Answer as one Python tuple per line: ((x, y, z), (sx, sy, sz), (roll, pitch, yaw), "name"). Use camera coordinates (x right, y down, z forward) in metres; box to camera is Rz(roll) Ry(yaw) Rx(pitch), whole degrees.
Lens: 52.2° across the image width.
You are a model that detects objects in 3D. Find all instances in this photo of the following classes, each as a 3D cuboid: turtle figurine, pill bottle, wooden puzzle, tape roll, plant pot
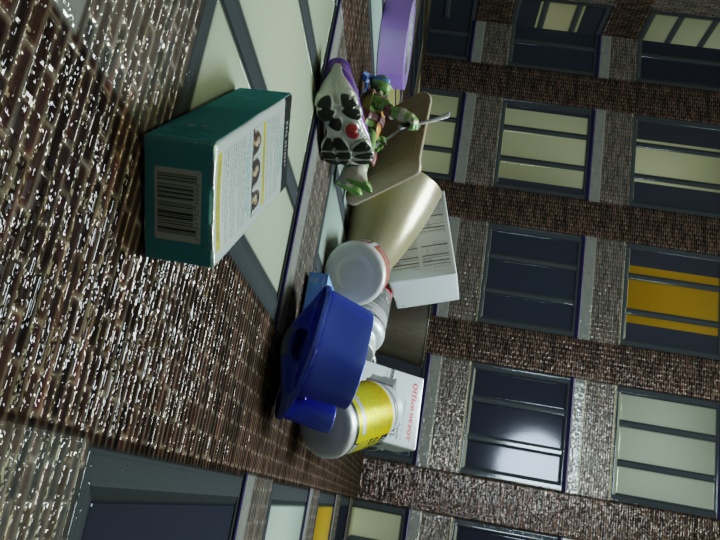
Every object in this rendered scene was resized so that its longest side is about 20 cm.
((0.047, -0.217, 1.253), (0.199, 0.142, 0.197), (32, 79, -48), "turtle figurine")
((-0.008, 0.253, 1.277), (0.198, 0.110, 0.115), (1, 98, -57), "pill bottle")
((0.004, 0.106, 1.559), (0.202, 0.108, 0.113), (-75, 171, -51), "pill bottle")
((0.058, -0.232, 1.416), (0.037, 0.183, 0.204), (36, 48, -34), "wooden puzzle")
((0.084, -0.529, 1.717), (0.200, 0.064, 0.205), (9, 90, -84), "tape roll")
((0.050, -0.101, 1.528), (0.188, 0.184, 0.204), (73, 39, -77), "plant pot")
((0.000, 0.000, 1.361), (0.200, 0.109, 0.115), (-27, 125, -83), "pill bottle")

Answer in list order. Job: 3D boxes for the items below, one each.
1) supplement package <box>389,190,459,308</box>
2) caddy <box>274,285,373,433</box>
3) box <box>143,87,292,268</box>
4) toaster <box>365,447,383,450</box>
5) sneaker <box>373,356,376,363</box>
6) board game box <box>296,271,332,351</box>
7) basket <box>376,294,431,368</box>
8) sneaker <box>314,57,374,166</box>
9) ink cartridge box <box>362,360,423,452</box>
((0.135, -0.044, 1.659), (0.152, 0.147, 0.204), (69, 14, -64), "supplement package")
((-0.059, 0.115, 0.989), (0.142, 0.103, 0.202), (-55, -166, 41), "caddy")
((-0.099, -0.079, 0.548), (0.201, 0.048, 0.084), (-69, 166, -67), "box")
((0.002, 0.291, 1.569), (0.202, 0.112, 0.129), (55, -18, 10), "toaster")
((0.004, 0.182, 1.713), (0.081, 0.075, 0.204), (38, -46, 44), "sneaker")
((-0.069, 0.103, 1.183), (0.200, 0.036, 0.155), (77, 22, -74), "board game box")
((0.068, 0.132, 1.806), (0.136, 0.195, 0.185), (30, 69, -85), "basket")
((-0.018, -0.221, 1.054), (0.201, 0.079, 0.085), (86, 8, -63), "sneaker")
((0.019, 0.261, 1.438), (0.083, 0.196, 0.149), (-27, -132, 58), "ink cartridge box")
